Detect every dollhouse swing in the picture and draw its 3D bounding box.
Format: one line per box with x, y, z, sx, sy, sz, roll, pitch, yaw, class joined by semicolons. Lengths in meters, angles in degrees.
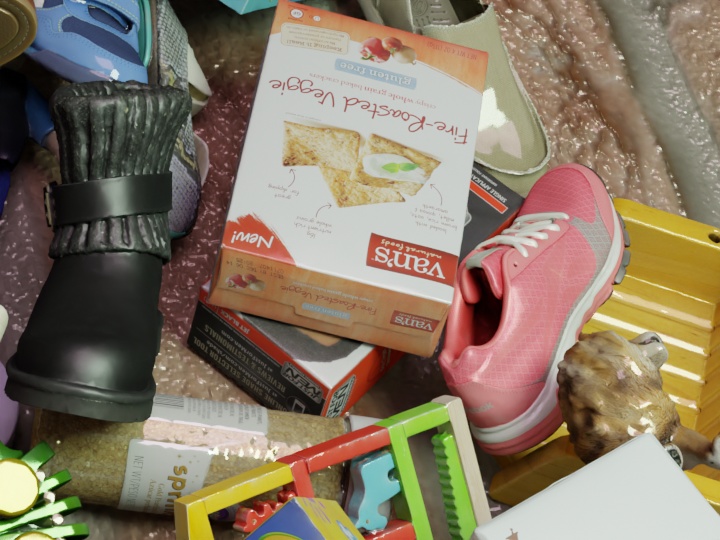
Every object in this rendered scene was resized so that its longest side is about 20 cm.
0.187;0.032;1.298;0.181;0.176;0.201;18;52;-1;dollhouse swing

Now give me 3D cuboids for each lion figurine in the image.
0.161;0.130;1.192;0.072;0.122;0.201;-16;99;-22;lion figurine

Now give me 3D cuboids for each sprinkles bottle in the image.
-0.081;0.104;1.238;0.199;0.068;0.068;8;52;-9;sprinkles bottle

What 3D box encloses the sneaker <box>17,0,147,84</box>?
-0.168;-0.166;1.369;0.074;0.082;0.200;27;18;-36;sneaker

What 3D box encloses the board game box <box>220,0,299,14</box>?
-0.083;-0.232;1.450;0.151;0.047;0.200;35;22;12;board game box

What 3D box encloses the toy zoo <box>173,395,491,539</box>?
-0.018;0.160;1.191;0.199;0.020;0.132;-19;100;-26;toy zoo

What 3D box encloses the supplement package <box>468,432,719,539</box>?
0.109;0.197;1.132;0.117;0.200;0.117;-25;63;-29;supplement package

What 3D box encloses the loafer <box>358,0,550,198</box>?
0.061;-0.134;1.448;0.075;0.068;0.200;-22;72;-28;loafer

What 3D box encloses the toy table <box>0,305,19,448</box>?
-0.279;0.033;1.208;0.199;0.117;0.185;8;53;-8;toy table

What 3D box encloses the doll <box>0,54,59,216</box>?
-0.233;-0.075;1.346;0.136;0.049;0.201;5;49;3;doll

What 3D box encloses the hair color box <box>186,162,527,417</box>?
0.000;0.000;1.345;0.101;0.061;0.200;37;54;13;hair color box

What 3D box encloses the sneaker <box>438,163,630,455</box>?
0.097;0.004;1.298;0.087;0.073;0.201;48;46;-35;sneaker

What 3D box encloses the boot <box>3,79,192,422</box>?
-0.138;-0.017;1.205;0.079;0.159;0.211;8;14;-5;boot

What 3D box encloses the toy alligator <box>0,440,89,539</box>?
-0.160;0.158;1.164;0.054;0.059;0.201;-17;80;-24;toy alligator

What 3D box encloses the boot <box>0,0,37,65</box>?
-0.260;-0.189;1.377;0.199;0.077;0.156;-5;43;31;boot

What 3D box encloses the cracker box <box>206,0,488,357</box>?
-0.005;-0.057;1.310;0.133;0.058;0.201;14;51;-5;cracker box

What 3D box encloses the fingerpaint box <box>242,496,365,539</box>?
-0.023;0.238;1.083;0.167;0.073;0.200;-42;73;8;fingerpaint box

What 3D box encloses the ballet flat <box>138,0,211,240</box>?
-0.125;-0.097;1.393;0.072;0.072;0.201;4;53;-12;ballet flat
